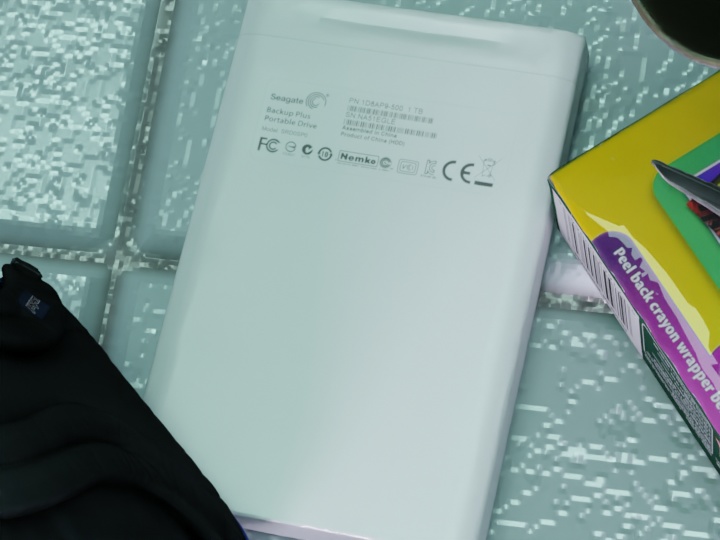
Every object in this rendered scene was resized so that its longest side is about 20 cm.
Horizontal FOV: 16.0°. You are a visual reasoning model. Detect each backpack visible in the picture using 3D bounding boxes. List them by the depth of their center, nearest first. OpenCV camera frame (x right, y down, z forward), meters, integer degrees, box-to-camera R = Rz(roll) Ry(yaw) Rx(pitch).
[{"bbox_3d":[-0.153,0.095,0.827,0.162,0.200,0.168,42,101,22],"label":"backpack"}]

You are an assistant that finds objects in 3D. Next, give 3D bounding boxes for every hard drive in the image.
[{"bbox_3d":[0.000,0.000,0.933,0.131,0.027,0.201,9,72,13],"label":"hard drive"}]

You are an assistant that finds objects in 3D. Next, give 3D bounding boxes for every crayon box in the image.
[{"bbox_3d":[0.189,0.009,0.879,0.172,0.058,0.201,-31,69,-3],"label":"crayon box"}]

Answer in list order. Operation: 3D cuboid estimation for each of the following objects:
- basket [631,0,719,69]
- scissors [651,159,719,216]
[{"bbox_3d":[0.191,-0.118,0.773,0.136,0.199,0.181,23,92,44],"label":"basket"},{"bbox_3d":[0.188,0.009,0.842,0.073,0.014,0.200,-43,70,-5],"label":"scissors"}]
